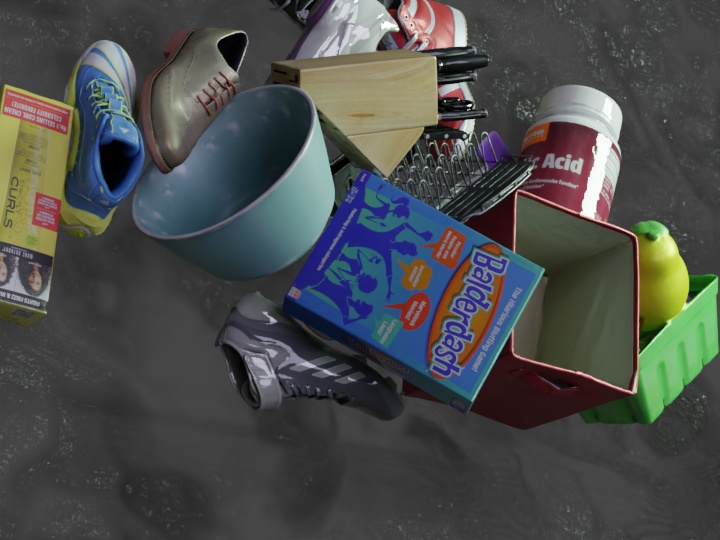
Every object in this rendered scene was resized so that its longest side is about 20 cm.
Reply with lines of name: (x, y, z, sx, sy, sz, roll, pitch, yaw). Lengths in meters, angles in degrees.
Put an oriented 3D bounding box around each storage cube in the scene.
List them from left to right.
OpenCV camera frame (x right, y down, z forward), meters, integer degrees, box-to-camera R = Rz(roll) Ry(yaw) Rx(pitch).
storage cube: (0.164, 0.045, 1.720, 0.170, 0.179, 0.201, 18, 63, -31)

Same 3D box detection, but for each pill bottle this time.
pill bottle: (0.226, -0.098, 1.860, 0.114, 0.114, 0.201, 32, 57, -24)

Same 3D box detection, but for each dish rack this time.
dish rack: (0.068, -0.097, 1.694, 0.153, 0.199, 0.055, -40, 123, -39)

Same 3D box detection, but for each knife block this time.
knife block: (0.033, -0.190, 1.649, 0.200, 0.064, 0.176, 43, 79, -31)

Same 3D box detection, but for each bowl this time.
bowl: (-0.103, -0.069, 1.569, 0.105, 0.200, 0.201, 53, 48, -35)

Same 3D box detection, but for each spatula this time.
spatula: (0.112, -0.090, 1.831, 0.200, 0.021, 0.057, -39, 97, -39)

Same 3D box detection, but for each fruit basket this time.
fruit basket: (0.298, 0.043, 1.836, 0.215, 0.155, 0.217, 4, 84, -44)

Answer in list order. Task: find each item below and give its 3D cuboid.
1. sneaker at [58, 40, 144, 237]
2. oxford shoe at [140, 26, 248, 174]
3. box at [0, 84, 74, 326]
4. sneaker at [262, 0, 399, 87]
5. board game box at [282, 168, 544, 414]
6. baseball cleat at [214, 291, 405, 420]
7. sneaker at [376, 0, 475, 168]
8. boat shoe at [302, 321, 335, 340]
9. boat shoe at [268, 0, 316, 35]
sneaker: (-0.224, -0.131, 1.534, 0.075, 0.105, 0.201, 17, 65, -32)
oxford shoe: (-0.155, -0.170, 1.584, 0.201, 0.073, 0.071, -80, 152, -44)
box: (-0.305, -0.057, 1.482, 0.075, 0.050, 0.201, 18, 63, -31)
sneaker: (-0.034, -0.189, 1.677, 0.099, 0.075, 0.201, 33, 88, -18)
board game box: (0.050, 0.019, 1.568, 0.199, 0.045, 0.153, 29, 69, 5)
baseball cleat: (-0.053, 0.108, 1.614, 0.199, 0.070, 0.107, 34, 62, -11)
sneaker: (0.061, -0.210, 1.802, 0.112, 0.071, 0.201, 19, 56, -36)
boat shoe: (0.000, 0.000, 1.654, 0.072, 0.065, 0.200, 45, 34, 1)
boat shoe: (-0.063, -0.287, 1.726, 0.074, 0.068, 0.200, -40, 106, -9)
